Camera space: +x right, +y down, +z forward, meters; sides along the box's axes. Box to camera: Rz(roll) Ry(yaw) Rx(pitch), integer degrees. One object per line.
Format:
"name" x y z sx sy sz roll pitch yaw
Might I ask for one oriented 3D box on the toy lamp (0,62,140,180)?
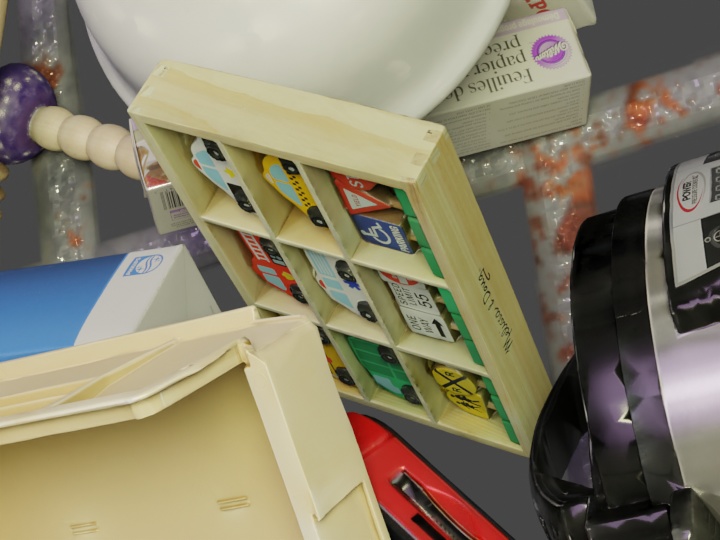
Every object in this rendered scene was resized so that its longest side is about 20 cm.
"toy lamp" -0.092 -0.051 0.916 0.199 0.058 0.059 20 81 28

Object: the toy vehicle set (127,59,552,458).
"toy vehicle set" 0.000 0.000 0.774 0.123 0.200 0.027 15 63 29

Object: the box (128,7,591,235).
"box" 0.000 -0.064 0.847 0.198 0.042 0.039 -15 61 -4

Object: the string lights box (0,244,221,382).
"string lights box" -0.141 0.056 0.791 0.198 0.103 0.059 -8 36 28

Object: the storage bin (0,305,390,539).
"storage bin" -0.084 0.132 0.683 0.197 0.094 0.202 -13 102 32

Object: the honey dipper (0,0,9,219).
"honey dipper" -0.175 -0.103 0.908 0.038 0.038 0.202 17 105 28

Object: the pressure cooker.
"pressure cooker" 0.156 0.047 0.692 0.198 0.176 0.180 -14 69 20

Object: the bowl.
"bowl" -0.041 -0.145 0.761 0.199 0.090 0.203 -4 78 21

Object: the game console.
"game console" 0.056 0.151 0.712 0.031 0.177 0.200 -37 58 -19

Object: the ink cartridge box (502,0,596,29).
"ink cartridge box" 0.008 -0.164 0.868 0.199 0.128 0.126 -18 66 18
